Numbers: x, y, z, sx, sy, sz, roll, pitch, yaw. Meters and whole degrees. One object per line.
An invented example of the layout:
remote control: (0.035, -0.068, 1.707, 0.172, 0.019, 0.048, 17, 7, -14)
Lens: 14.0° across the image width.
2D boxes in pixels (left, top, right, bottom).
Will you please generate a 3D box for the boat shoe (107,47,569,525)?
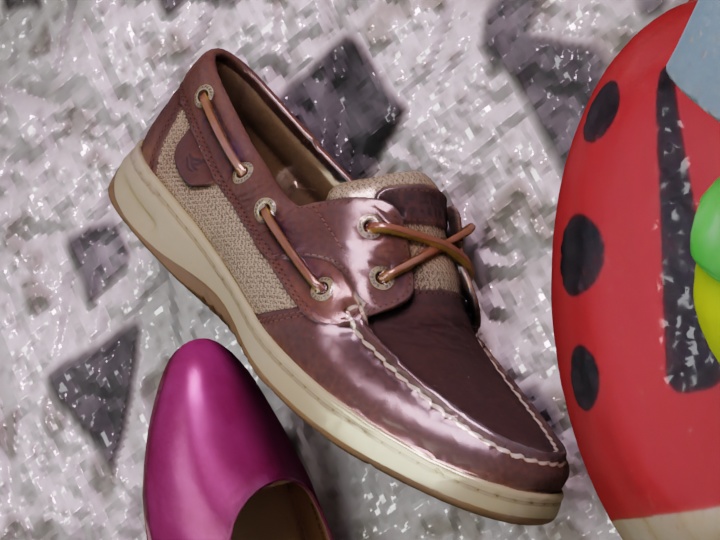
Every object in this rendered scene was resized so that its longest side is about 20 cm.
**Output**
boat shoe: (0.000, 0.000, 0.915, 0.200, 0.072, 0.072, 44, 111, 36)

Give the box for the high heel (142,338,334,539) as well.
high heel: (-0.003, 0.112, 0.906, 0.096, 0.067, 0.201, -17, 91, 42)

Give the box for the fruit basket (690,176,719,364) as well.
fruit basket: (0.172, 0.049, 0.700, 0.155, 0.215, 0.217, -17, 76, 32)

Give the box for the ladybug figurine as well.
ladybug figurine: (0.109, 0.010, 0.835, 0.135, 0.072, 0.201, -16, 77, 33)

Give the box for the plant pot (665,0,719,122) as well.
plant pot: (0.214, -0.088, 0.640, 0.196, 0.195, 0.201, -127, 51, -63)
